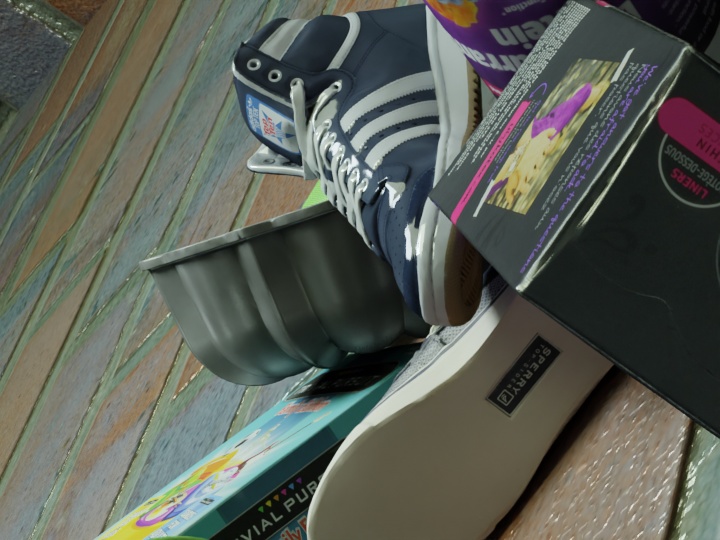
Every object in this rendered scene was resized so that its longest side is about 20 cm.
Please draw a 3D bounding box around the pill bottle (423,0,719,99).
[{"bbox_3d":[0.088,-0.122,1.230,0.111,0.200,0.112,-19,47,22],"label":"pill bottle"}]

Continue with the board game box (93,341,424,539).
[{"bbox_3d":[-0.050,0.110,1.383,0.200,0.047,0.151,-36,7,-17],"label":"board game box"}]

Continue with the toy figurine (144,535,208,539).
[{"bbox_3d":[-0.017,0.181,1.116,0.184,0.150,0.201,-25,54,50],"label":"toy figurine"}]

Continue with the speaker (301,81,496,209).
[{"bbox_3d":[0.034,-0.063,1.581,0.200,0.088,0.088,-58,13,-9],"label":"speaker"}]

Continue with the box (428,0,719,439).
[{"bbox_3d":[0.114,-0.020,1.082,0.106,0.122,0.200,-54,13,5],"label":"box"}]

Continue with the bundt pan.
[{"bbox_3d":[0.000,0.000,1.400,0.201,0.076,0.202,-18,2,1],"label":"bundt pan"}]

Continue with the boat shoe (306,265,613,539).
[{"bbox_3d":[0.055,0.049,1.274,0.200,0.075,0.093,-45,8,12],"label":"boat shoe"}]

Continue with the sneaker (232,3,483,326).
[{"bbox_3d":[-0.002,-0.045,1.258,0.200,0.108,0.070,-87,-6,-51],"label":"sneaker"}]
